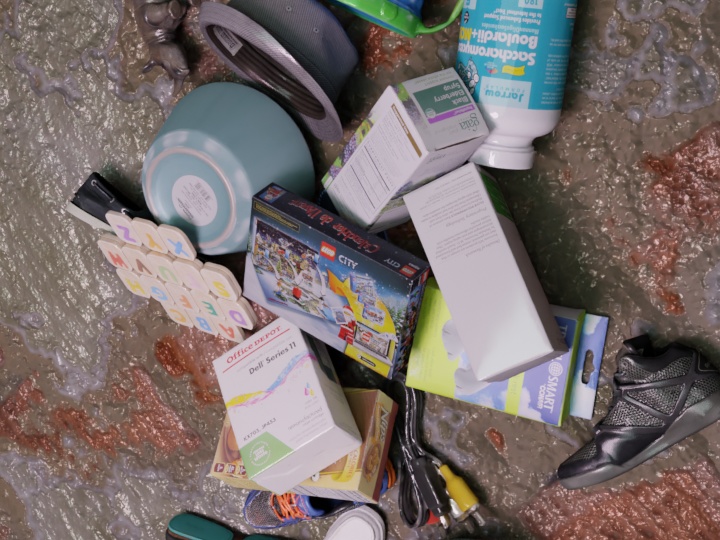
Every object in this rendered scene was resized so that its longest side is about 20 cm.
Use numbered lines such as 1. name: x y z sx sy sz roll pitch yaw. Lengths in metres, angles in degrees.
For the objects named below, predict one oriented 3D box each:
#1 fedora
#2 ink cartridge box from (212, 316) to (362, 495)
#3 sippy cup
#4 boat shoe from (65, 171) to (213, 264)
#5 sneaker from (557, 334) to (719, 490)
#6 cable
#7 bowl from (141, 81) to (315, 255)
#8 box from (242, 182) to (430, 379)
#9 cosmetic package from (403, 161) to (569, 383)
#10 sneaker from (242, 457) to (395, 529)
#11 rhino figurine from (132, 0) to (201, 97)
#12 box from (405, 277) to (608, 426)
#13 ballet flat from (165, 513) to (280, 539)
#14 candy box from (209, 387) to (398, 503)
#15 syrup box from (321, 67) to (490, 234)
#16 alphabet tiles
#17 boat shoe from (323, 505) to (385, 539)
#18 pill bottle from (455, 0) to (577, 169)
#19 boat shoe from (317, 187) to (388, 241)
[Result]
1. fedora: -0.073 -0.235 1.178 0.200 0.177 0.090 38 80 -5
2. ink cartridge box: -0.089 0.128 1.226 0.117 0.067 0.200 -34 52 12
3. sippy cup: 0.020 -0.321 1.121 0.140 0.178 0.131 35 105 52
4. boat shoe: -0.251 -0.057 1.319 0.199 0.074 0.066 27 91 17
5. sneaker: 0.269 0.140 1.138 0.199 0.076 0.114 -38 83 22
6. cable: 0.068 0.212 1.268 0.097 0.050 0.200 -31 75 40
7. bowl: -0.161 -0.098 1.230 0.200 0.105 0.201 11 117 22
8. box: -0.030 0.010 1.163 0.200 0.038 0.137 28 131 21
9. cosmetic package: 0.126 0.005 1.110 0.085 0.108 0.200 -26 79 15
10. sneaker: -0.060 0.259 1.298 0.200 0.078 0.076 -25 90 25
11. rhino figurine: -0.224 -0.297 1.260 0.087 0.060 0.201 1 103 43
12. box: 0.154 0.088 1.190 0.199 0.048 0.122 12 106 21
13. ballet flat: -0.153 0.355 1.371 0.200 0.068 0.069 11 115 31
14. candy box: -0.064 0.191 1.257 0.199 0.055 0.116 -1 64 31
15. syrup box: 0.041 -0.113 1.118 0.082 0.079 0.200 61 150 12
16. alphabet tiles: -0.211 0.012 1.272 0.200 0.015 0.196 14 146 31
17. boat shoe: -0.035 0.367 1.315 0.071 0.069 0.200 32 111 15
18. pill bottle: 0.149 -0.204 1.094 0.110 0.111 0.201 11 105 21
19. boat shoe: 0.000 0.000 1.223 0.084 0.069 0.201 -21 93 25
